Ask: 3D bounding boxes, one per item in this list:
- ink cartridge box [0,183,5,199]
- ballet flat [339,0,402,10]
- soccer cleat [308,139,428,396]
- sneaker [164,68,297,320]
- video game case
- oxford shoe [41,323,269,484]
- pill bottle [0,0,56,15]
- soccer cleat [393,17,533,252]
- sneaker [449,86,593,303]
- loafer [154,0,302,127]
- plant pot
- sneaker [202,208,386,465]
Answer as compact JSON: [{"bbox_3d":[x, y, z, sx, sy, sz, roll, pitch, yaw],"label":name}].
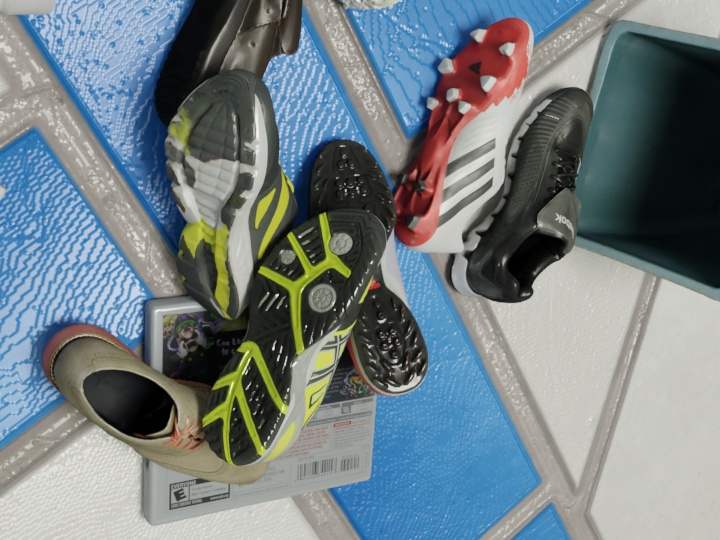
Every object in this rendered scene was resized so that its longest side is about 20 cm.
[{"bbox_3d":[-0.352,-0.020,0.676,0.199,0.041,0.200,35,88,-35],"label":"ink cartridge box"},{"bbox_3d":[0.069,-0.241,0.841,0.200,0.072,0.072,-31,121,-20],"label":"ballet flat"},{"bbox_3d":[0.000,0.000,0.871,0.068,0.073,0.200,-14,84,-13],"label":"soccer cleat"},{"bbox_3d":[-0.085,-0.060,0.789,0.085,0.074,0.200,-45,156,-43],"label":"sneaker"},{"bbox_3d":[-0.075,0.101,0.901,0.200,0.023,0.182,-6,111,-29],"label":"video game case"},{"bbox_3d":[-0.137,0.113,0.809,0.200,0.075,0.071,33,90,-33],"label":"oxford shoe"},{"bbox_3d":[-0.271,-0.190,0.612,0.200,0.114,0.114,-4,109,-25],"label":"pill bottle"},{"bbox_3d":[0.090,-0.104,0.906,0.085,0.069,0.200,18,100,-44],"label":"soccer cleat"},{"bbox_3d":[0.154,-0.056,0.943,0.066,0.090,0.200,27,92,-36],"label":"sneaker"},{"bbox_3d":[-0.072,-0.183,0.778,0.071,0.073,0.200,20,106,-39],"label":"loafer"},{"bbox_3d":[0.324,-0.088,0.982,0.200,0.196,0.197,5,105,-41],"label":"plant pot"},{"bbox_3d":[-0.044,0.045,0.810,0.200,0.075,0.076,-59,159,1],"label":"sneaker"}]
